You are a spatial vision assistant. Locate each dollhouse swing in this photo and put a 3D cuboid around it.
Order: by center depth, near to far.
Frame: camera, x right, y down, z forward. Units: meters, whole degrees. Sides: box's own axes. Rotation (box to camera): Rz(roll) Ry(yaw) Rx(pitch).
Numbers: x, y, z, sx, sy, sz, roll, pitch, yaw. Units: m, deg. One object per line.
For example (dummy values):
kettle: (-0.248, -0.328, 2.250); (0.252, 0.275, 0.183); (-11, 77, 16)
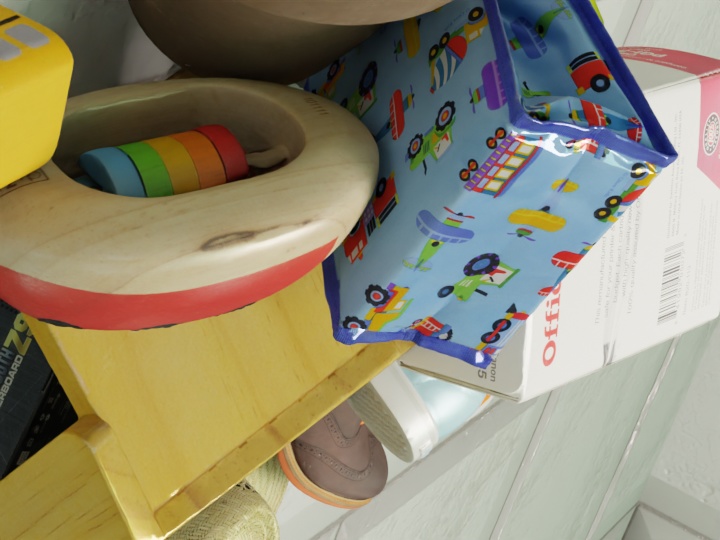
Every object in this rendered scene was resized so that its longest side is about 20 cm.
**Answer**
dollhouse swing: (-0.107, 0.029, 1.131); (0.200, 0.176, 0.182); (-37, -179, -37)

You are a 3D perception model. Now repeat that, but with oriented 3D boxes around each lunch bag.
lunch bag: (0.037, -0.082, 1.072); (0.094, 0.200, 0.151); (12, 133, -34)

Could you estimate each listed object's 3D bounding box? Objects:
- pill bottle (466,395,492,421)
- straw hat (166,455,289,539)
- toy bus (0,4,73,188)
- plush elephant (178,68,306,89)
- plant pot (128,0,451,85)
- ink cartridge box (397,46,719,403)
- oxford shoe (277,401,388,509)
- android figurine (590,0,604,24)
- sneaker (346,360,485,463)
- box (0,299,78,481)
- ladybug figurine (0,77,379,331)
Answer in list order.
pill bottle: (0.037, -0.003, 1.362); (0.110, 0.109, 0.200); (-52, 158, -32)
straw hat: (-0.096, 0.156, 1.326); (0.201, 0.085, 0.201); (-22, 130, -30)
toy bus: (-0.196, -0.047, 0.863); (0.200, 0.078, 0.065); (-37, 149, -56)
plush elephant: (0.019, -0.133, 1.237); (0.200, 0.155, 0.165); (-49, 159, -39)
plant pot: (-0.032, -0.170, 1.024); (0.200, 0.200, 0.175); (-53, 178, -29)
ink cartridge box: (0.110, -0.030, 1.207); (0.200, 0.083, 0.147); (-18, 116, -50)
oxford shoe: (-0.015, 0.076, 1.341); (0.200, 0.072, 0.071); (57, 30, -50)
android figurine: (0.071, -0.173, 1.323); (0.041, 0.182, 0.200); (-32, 113, -21)
sneaker: (0.000, 0.000, 1.240); (0.082, 0.200, 0.074); (-34, -172, -21)
box: (-0.147, 0.045, 1.200); (0.200, 0.051, 0.158); (-64, 163, 3)
ladybug figurine: (-0.086, -0.025, 0.999); (0.200, 0.136, 0.072); (-12, 127, -27)
